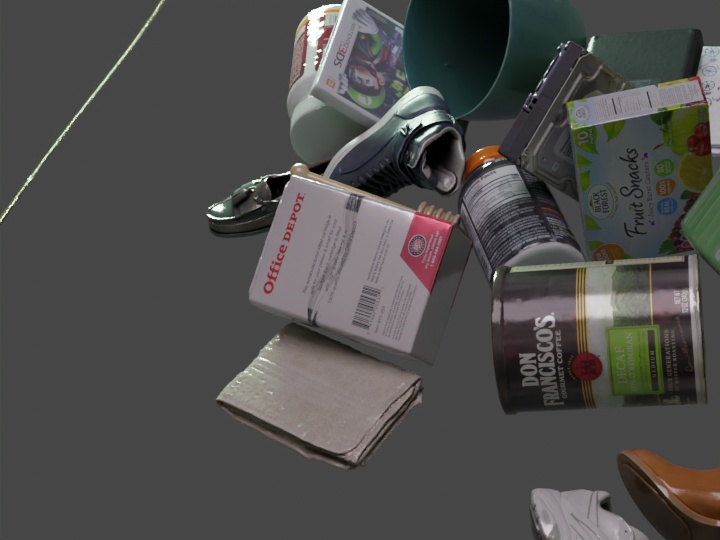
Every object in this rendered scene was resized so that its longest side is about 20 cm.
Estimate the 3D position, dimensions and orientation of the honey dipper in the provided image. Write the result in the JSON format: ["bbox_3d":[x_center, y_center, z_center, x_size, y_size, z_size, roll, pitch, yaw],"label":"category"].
[{"bbox_3d":[0.014,-0.079,1.731,0.198,0.038,0.038,22,52,9],"label":"honey dipper"}]

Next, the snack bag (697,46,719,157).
[{"bbox_3d":[0.355,-0.204,1.869,0.197,0.022,0.190,2,46,19],"label":"snack bag"}]

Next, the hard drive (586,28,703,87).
[{"bbox_3d":[0.321,-0.211,1.848,0.138,0.033,0.201,-1,46,25],"label":"hard drive"}]

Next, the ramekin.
[{"bbox_3d":[0.409,-0.022,1.535,0.098,0.199,0.201,-50,41,16],"label":"ramekin"}]

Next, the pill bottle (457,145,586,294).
[{"bbox_3d":[0.168,-0.051,1.706,0.105,0.107,0.201,-17,42,-1],"label":"pill bottle"}]

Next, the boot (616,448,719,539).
[{"bbox_3d":[0.347,0.193,1.425,0.154,0.074,0.199,-39,59,-21],"label":"boot"}]

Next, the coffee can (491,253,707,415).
[{"bbox_3d":[0.236,0.062,1.537,0.197,0.147,0.147,-4,44,13],"label":"coffee can"}]

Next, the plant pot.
[{"bbox_3d":[0.172,-0.272,1.866,0.159,0.203,0.201,2,30,-37],"label":"plant pot"}]

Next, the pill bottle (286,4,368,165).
[{"bbox_3d":[-0.033,-0.228,1.948,0.113,0.115,0.202,-7,44,11],"label":"pill bottle"}]

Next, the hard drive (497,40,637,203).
[{"bbox_3d":[0.245,-0.147,1.683,0.038,0.199,0.141,37,98,42],"label":"hard drive"}]

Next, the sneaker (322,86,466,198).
[{"bbox_3d":[0.036,-0.105,1.771,0.203,0.077,0.147,-47,31,11],"label":"sneaker"}]

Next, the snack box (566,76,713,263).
[{"bbox_3d":[0.297,-0.099,1.645,0.140,0.201,0.053,-10,43,8],"label":"snack box"}]

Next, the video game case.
[{"bbox_3d":[0.047,-0.227,1.898,0.198,0.023,0.183,30,47,-13],"label":"video game case"}]

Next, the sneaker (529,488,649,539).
[{"bbox_3d":[0.214,0.265,1.389,0.098,0.079,0.201,-12,44,0],"label":"sneaker"}]

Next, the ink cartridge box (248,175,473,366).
[{"bbox_3d":[0.000,0.000,1.665,0.198,0.084,0.147,17,85,23],"label":"ink cartridge box"}]

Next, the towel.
[{"bbox_3d":[-0.041,0.131,1.639,0.198,0.035,0.133,22,54,35],"label":"towel"}]

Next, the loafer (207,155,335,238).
[{"bbox_3d":[-0.092,-0.097,1.868,0.197,0.063,0.072,-15,42,2],"label":"loafer"}]
